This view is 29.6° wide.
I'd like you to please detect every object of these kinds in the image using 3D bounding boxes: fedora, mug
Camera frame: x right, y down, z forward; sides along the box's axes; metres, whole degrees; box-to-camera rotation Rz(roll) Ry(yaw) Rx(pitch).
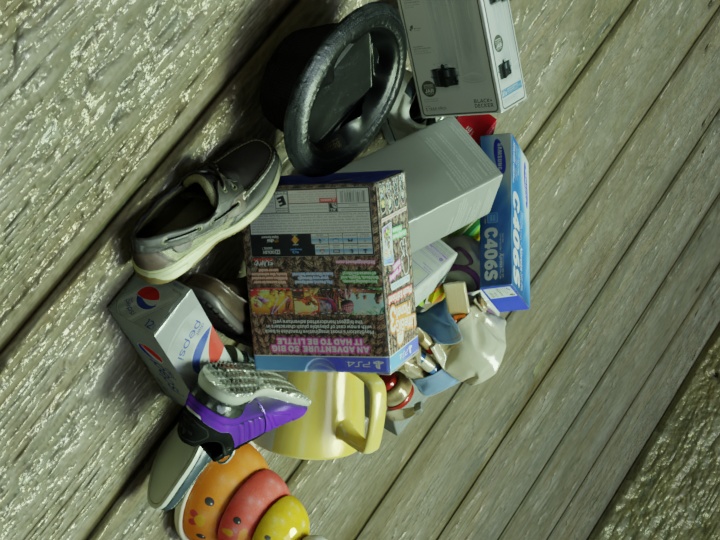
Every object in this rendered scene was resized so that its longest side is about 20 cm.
[{"bbox_3d":[-0.038,-0.201,1.427,0.200,0.091,0.202,-43,147,-36],"label":"fedora"},{"bbox_3d":[-0.042,0.131,1.640,0.149,0.185,0.155,-40,140,-68],"label":"mug"}]

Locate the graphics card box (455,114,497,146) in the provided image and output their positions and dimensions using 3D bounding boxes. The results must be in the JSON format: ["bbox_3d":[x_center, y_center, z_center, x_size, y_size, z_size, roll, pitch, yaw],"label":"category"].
[{"bbox_3d":[0.113,-0.114,1.784,0.126,0.051,0.201,-50,166,-26],"label":"graphics card box"}]

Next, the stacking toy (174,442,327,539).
[{"bbox_3d":[-0.110,0.300,1.629,0.146,0.199,0.147,-42,147,-37],"label":"stacking toy"}]

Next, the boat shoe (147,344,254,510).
[{"bbox_3d":[-0.175,0.183,1.545,0.062,0.074,0.202,35,73,-41],"label":"boat shoe"}]

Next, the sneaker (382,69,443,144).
[{"bbox_3d":[0.066,-0.185,1.656,0.074,0.070,0.200,-61,156,-5],"label":"sneaker"}]

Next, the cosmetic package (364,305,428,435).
[{"bbox_3d":[0.039,0.125,1.876,0.107,0.090,0.201,-47,147,-25],"label":"cosmetic package"}]

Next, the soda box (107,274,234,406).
[{"bbox_3d":[-0.190,0.079,1.431,0.064,0.068,0.201,-53,152,-20],"label":"soda box"}]

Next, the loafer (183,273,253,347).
[{"bbox_3d":[-0.140,0.033,1.494,0.200,0.072,0.072,45,63,-68],"label":"loafer"}]

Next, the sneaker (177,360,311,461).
[{"bbox_3d":[-0.133,0.156,1.464,0.100,0.069,0.200,-60,152,9],"label":"sneaker"}]

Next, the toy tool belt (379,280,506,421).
[{"bbox_3d":[0.078,0.090,1.712,0.123,0.199,0.125,47,28,-27],"label":"toy tool belt"}]

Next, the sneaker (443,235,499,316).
[{"bbox_3d":[0.148,-0.012,1.763,0.200,0.074,0.100,59,49,-64],"label":"sneaker"}]

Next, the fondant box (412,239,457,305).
[{"bbox_3d":[0.000,0.000,1.614,0.200,0.144,0.058,-39,163,-41],"label":"fondant box"}]

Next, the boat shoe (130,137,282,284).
[{"bbox_3d":[-0.151,-0.069,1.361,0.200,0.073,0.065,-49,156,-27],"label":"boat shoe"}]

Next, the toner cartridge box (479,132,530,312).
[{"bbox_3d":[0.180,-0.059,1.696,0.095,0.043,0.202,45,43,-62],"label":"toner cartridge box"}]

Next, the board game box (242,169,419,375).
[{"bbox_3d":[-0.032,0.001,1.453,0.097,0.158,0.202,-28,116,-66],"label":"board game box"}]

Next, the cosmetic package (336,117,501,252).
[{"bbox_3d":[0.053,-0.086,1.581,0.199,0.107,0.090,-27,155,-21],"label":"cosmetic package"}]

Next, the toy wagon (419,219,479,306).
[{"bbox_3d":[0.124,-0.034,1.813,0.155,0.039,0.201,-44,163,-27],"label":"toy wagon"}]

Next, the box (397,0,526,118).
[{"bbox_3d":[0.108,-0.277,1.522,0.060,0.116,0.202,-33,115,-46],"label":"box"}]
